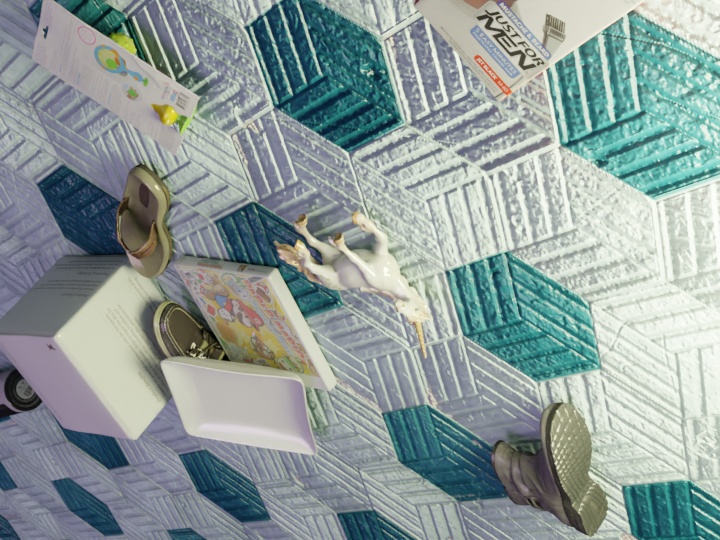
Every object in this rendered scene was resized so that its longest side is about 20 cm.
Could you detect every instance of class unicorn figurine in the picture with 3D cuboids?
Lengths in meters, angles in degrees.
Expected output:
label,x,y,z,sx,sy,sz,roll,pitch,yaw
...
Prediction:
label,x,y,z,sx,sy,sz,roll,pitch,yaw
unicorn figurine,0.000,0.000,1.420,0.199,0.074,0.138,21,156,51

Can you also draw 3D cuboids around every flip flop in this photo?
label,x,y,z,sx,sy,sz,roll,pitch,yaw
flip flop,-0.283,-0.055,1.641,0.081,0.058,0.201,33,147,9

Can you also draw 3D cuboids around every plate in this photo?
label,x,y,z,sx,sy,sz,roll,pitch,yaw
plate,-0.159,0.178,1.744,0.196,0.033,0.201,7,145,11

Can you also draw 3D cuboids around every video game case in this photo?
label,x,y,z,sx,sy,sz,roll,pitch,yaw
video game case,-0.138,0.069,1.677,0.180,0.023,0.202,7,135,40

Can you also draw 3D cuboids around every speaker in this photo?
label,x,y,z,sx,sy,sz,roll,pitch,yaw
speaker,-0.645,0.225,2.334,0.081,0.081,0.199,50,146,-17

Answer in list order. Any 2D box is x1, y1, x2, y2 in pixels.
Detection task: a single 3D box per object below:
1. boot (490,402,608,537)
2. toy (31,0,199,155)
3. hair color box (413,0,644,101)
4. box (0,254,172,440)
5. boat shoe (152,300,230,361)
label,x,y,z,sx,sy,sz,roll,pitch,yaw
boot,0.202,0.221,1.477,0.130,0.070,0.202,16,137,40
toy,-0.267,-0.225,1.431,0.199,0.047,0.115,36,144,0
hair color box,0.141,-0.226,0.997,0.111,0.064,0.199,46,146,-8
box,-0.374,0.107,1.825,0.198,0.172,0.200,-1,130,45
boat shoe,-0.215,0.116,1.776,0.064,0.074,0.201,4,143,36
